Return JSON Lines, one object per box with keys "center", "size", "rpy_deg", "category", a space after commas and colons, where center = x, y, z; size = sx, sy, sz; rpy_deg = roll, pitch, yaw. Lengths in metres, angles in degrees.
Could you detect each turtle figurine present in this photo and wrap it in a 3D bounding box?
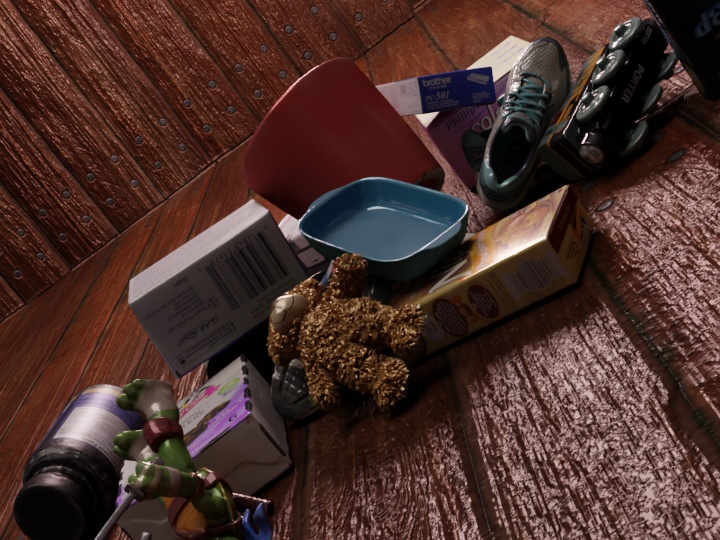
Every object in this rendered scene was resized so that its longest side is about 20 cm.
{"center": [-0.190, 0.200, 1.100], "size": [0.199, 0.144, 0.194], "rpy_deg": [-30, 46, -2], "category": "turtle figurine"}

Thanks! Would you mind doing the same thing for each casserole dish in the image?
{"center": [0.025, -0.040, 1.287], "size": [0.121, 0.039, 0.199], "rpy_deg": [-37, 35, -27], "category": "casserole dish"}

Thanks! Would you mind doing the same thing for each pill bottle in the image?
{"center": [-0.323, 0.227, 1.477], "size": [0.112, 0.112, 0.200], "rpy_deg": [-31, 16, 23], "category": "pill bottle"}

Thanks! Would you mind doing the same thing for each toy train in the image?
{"center": [0.266, -0.187, 1.374], "size": [0.114, 0.085, 0.201], "rpy_deg": [-27, 30, 57], "category": "toy train"}

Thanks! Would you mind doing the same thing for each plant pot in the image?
{"center": [-0.011, -0.117, 1.490], "size": [0.200, 0.177, 0.201], "rpy_deg": [-44, -15, -15], "category": "plant pot"}

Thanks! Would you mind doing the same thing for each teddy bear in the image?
{"center": [-0.020, 0.061, 1.206], "size": [0.200, 0.067, 0.146], "rpy_deg": [40, 113, 40], "category": "teddy bear"}

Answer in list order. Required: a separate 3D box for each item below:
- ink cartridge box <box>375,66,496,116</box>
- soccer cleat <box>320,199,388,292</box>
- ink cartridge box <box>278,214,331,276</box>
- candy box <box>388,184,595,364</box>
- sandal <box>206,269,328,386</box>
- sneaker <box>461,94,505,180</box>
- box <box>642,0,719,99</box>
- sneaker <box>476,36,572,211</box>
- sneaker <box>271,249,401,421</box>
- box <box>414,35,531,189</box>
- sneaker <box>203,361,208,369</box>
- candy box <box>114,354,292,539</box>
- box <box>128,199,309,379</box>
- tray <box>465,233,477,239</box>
{"center": [0.083, -0.211, 1.528], "size": [0.093, 0.045, 0.200], "rpy_deg": [-11, 8, -15], "category": "ink cartridge box"}
{"center": [0.000, 0.000, 1.408], "size": [0.200, 0.070, 0.086], "rpy_deg": [-55, -11, 7], "category": "soccer cleat"}
{"center": [-0.030, -0.054, 1.698], "size": [0.199, 0.084, 0.145], "rpy_deg": [-24, 20, 43], "category": "ink cartridge box"}
{"center": [0.121, 0.005, 1.220], "size": [0.199, 0.055, 0.116], "rpy_deg": [-28, 16, 31], "category": "candy box"}
{"center": [-0.087, 0.080, 1.476], "size": [0.201, 0.080, 0.057], "rpy_deg": [-37, -6, -17], "category": "sandal"}
{"center": [0.207, -0.177, 1.480], "size": [0.200, 0.087, 0.078], "rpy_deg": [-35, 13, 5], "category": "sneaker"}
{"center": [0.394, -0.298, 1.296], "size": [0.200, 0.159, 0.046], "rpy_deg": [-36, 17, 5], "category": "box"}
{"center": [0.185, -0.165, 1.405], "size": [0.086, 0.077, 0.201], "rpy_deg": [43, -116, -80], "category": "sneaker"}
{"center": [-0.013, 0.077, 1.319], "size": [0.200, 0.074, 0.085], "rpy_deg": [-52, -25, -3], "category": "sneaker"}
{"center": [0.174, -0.213, 1.681], "size": [0.176, 0.097, 0.200], "rpy_deg": [-36, 14, 5], "category": "box"}
{"center": [-0.137, 0.086, 1.599], "size": [0.082, 0.078, 0.200], "rpy_deg": [-16, 2, -35], "category": "sneaker"}
{"center": [-0.160, 0.187, 1.295], "size": [0.167, 0.072, 0.200], "rpy_deg": [-38, 15, 2], "category": "candy box"}
{"center": [-0.163, 0.016, 1.455], "size": [0.183, 0.105, 0.200], "rpy_deg": [-33, 11, -4], "category": "box"}
{"center": [0.068, -0.003, 1.437], "size": [0.107, 0.022, 0.200], "rpy_deg": [-42, 15, -13], "category": "tray"}
